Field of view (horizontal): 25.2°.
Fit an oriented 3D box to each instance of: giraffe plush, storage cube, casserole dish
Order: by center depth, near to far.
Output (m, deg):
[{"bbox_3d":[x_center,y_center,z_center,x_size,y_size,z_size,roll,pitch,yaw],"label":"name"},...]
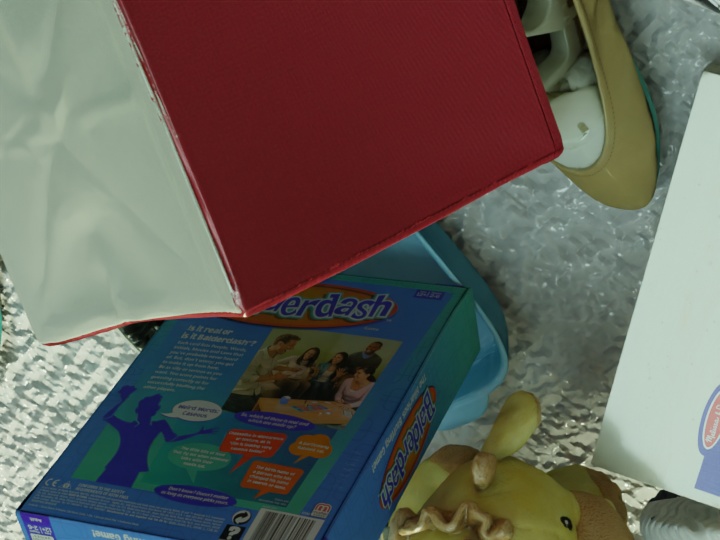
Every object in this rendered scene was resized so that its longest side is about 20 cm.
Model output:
[{"bbox_3d":[-0.058,-0.088,0.667,0.171,0.180,0.200,-9,106,53],"label":"storage cube"},{"bbox_3d":[0.068,0.142,0.776,0.200,0.173,0.162,-7,152,-17],"label":"giraffe plush"},{"bbox_3d":[0.000,0.000,0.854,0.121,0.039,0.200,-28,108,40],"label":"casserole dish"}]

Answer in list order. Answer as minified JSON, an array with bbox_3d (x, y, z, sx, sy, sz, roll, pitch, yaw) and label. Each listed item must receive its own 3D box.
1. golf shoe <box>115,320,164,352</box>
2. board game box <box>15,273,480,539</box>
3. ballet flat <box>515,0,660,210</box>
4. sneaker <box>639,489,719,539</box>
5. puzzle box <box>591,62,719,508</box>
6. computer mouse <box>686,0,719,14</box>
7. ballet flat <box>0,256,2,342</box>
[{"bbox_3d":[-0.151,-0.029,0.902,0.088,0.077,0.200,-9,120,56],"label":"golf shoe"},{"bbox_3d":[-0.047,0.074,0.775,0.152,0.200,0.045,6,128,25],"label":"board game box"},{"bbox_3d":[0.080,-0.103,0.710,0.069,0.063,0.200,14,132,47],"label":"ballet flat"},{"bbox_3d":[0.249,0.163,0.819,0.199,0.080,0.130,-9,112,22],"label":"sneaker"},{"bbox_3d":[0.192,0.019,0.730,0.133,0.025,0.200,18,111,14],"label":"puzzle box"},{"bbox_3d":[0.178,-0.116,0.634,0.200,0.044,0.110,32,92,7],"label":"computer mouse"},{"bbox_3d":[-0.256,0.008,0.989,0.075,0.068,0.200,38,132,27],"label":"ballet flat"}]
